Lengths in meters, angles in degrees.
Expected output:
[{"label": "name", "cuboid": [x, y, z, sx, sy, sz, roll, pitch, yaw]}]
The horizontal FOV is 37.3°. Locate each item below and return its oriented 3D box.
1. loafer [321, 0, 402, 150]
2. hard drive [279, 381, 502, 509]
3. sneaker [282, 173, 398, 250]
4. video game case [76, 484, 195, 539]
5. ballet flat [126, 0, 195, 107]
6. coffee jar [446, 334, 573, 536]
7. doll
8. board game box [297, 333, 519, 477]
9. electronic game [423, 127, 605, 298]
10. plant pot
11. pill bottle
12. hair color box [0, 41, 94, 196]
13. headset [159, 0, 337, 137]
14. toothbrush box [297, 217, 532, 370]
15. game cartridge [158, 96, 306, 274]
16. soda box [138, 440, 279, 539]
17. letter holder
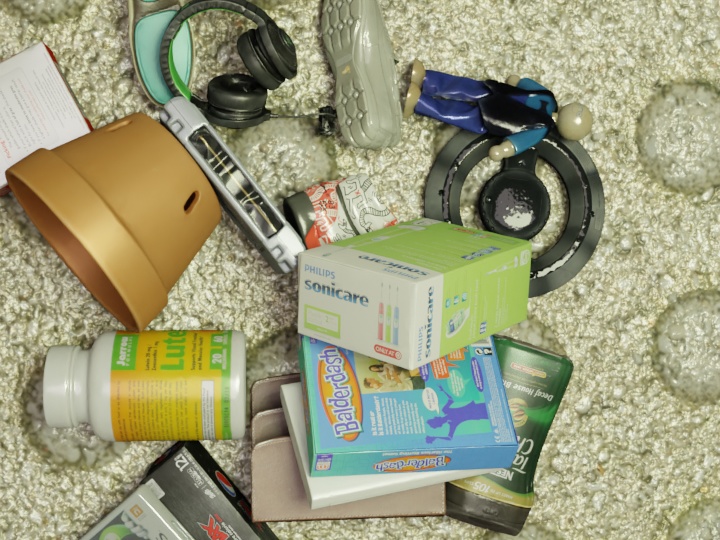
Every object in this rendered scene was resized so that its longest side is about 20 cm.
[{"label": "loafer", "cuboid": [0.005, -0.227, 1.134, 0.069, 0.069, 0.203, 0, 82, -47]}, {"label": "hard drive", "cuboid": [0.030, 0.156, 1.062, 0.197, 0.026, 0.133, -8, 51, -16]}, {"label": "sneaker", "cuboid": [0.000, 0.000, 1.131, 0.107, 0.067, 0.204, -22, 100, -15]}, {"label": "video game case", "cuboid": [-0.231, 0.345, 1.102, 0.200, 0.023, 0.182, -40, 94, 19]}, {"label": "ballet flat", "cuboid": [-0.212, -0.272, 1.104, 0.068, 0.070, 0.203, -8, 108, -5]}, {"label": "coffee jar", "cuboid": [0.151, 0.175, 1.140, 0.103, 0.085, 0.203, 16, 90, -6]}, {"label": "doll", "cuboid": [0.146, -0.168, 1.126, 0.197, 0.049, 0.138, 11, 49, 2]}, {"label": "board game box", "cuboid": [0.042, 0.121, 1.046, 0.197, 0.045, 0.154, 0, 50, -10]}, {"label": "electronic game", "cuboid": [0.167, -0.070, 1.158, 0.197, 0.042, 0.203, 0, 85, 0]}, {"label": "plant pot", "cuboid": [-0.231, -0.059, 1.055, 0.140, 0.200, 0.201, -41, 94, -19]}, {"label": "pill bottle", "cuboid": [-0.216, 0.117, 1.089, 0.197, 0.111, 0.113, 0, 91, -6]}, {"label": "hair color box", "cuboid": [-0.382, -0.135, 1.094, 0.198, 0.064, 0.112, -29, 95, -6]}, {"label": "headset", "cuboid": [-0.108, -0.200, 1.093, 0.199, 0.094, 0.124, 33, 116, -15]}, {"label": "toothbrush box", "cuboid": [0.055, 0.016, 1.045, 0.144, 0.199, 0.087, 14, 109, 37]}, {"label": "game cartridge", "cuboid": [-0.130, -0.083, 1.083, 0.040, 0.133, 0.201, -39, 96, -11]}, {"label": "soda box", "cuboid": [-0.142, 0.271, 1.118, 0.063, 0.071, 0.201, -38, 95, 0]}, {"label": "letter holder", "cuboid": [-0.016, 0.179, 1.117, 0.197, 0.101, 0.145, -1, 89, -6]}]
